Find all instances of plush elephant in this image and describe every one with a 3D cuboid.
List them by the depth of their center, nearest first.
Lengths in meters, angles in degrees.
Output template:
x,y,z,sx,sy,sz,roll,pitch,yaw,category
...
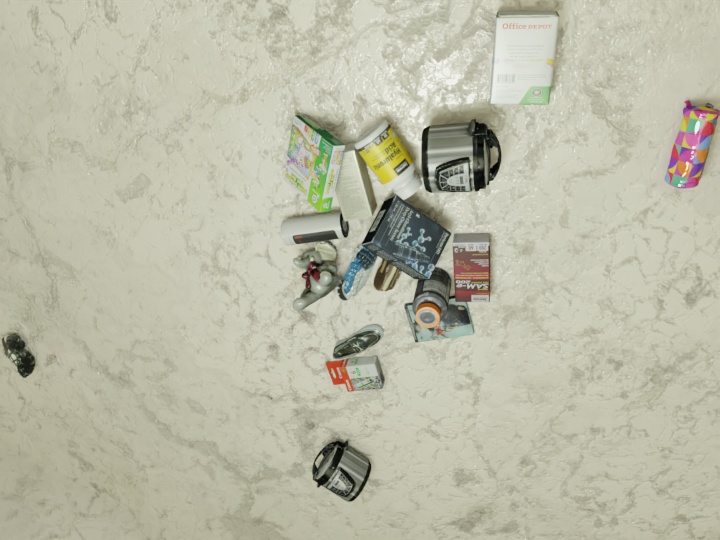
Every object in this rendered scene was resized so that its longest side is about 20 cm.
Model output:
x,y,z,sx,sy,sz,roll,pitch,yaw,category
-0.143,0.001,1.808,0.165,0.199,0.156,-44,79,29,plush elephant

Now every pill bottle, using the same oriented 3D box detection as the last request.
x,y,z,sx,sy,sz,roll,pitch,yaw,category
0.082,-0.295,1.595,0.110,0.112,0.201,-29,110,27,pill bottle
0.209,0.084,1.729,0.104,0.201,0.108,6,122,11,pill bottle

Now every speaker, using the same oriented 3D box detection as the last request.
x,y,z,sx,sy,sz,roll,pitch,yaw,category
-0.140,-0.126,1.769,0.197,0.082,0.082,-6,118,17,speaker

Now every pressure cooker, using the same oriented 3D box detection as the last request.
x,y,z,sx,sy,sz,roll,pitch,yaw,category
0.261,-0.292,1.506,0.196,0.176,0.182,-1,95,14,pressure cooker
-0.080,0.748,2.204,0.199,0.177,0.179,34,146,-6,pressure cooker

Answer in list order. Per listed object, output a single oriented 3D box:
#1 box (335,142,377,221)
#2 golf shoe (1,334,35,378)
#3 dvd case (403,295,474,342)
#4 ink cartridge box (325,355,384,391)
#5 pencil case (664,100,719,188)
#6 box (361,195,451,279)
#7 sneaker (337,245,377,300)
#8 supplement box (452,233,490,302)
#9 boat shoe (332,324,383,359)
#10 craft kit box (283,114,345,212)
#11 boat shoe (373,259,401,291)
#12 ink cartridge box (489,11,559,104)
x,y,z,sx,sy,sz,roll,pitch,yaw,category
-0.024,-0.252,1.666,0.093,0.078,0.203,-6,118,18,box
-1.388,0.340,2.373,0.093,0.078,0.203,13,122,27,golf shoe
0.251,0.155,1.865,0.197,0.022,0.148,-9,117,20,dvd case
-0.024,0.364,2.039,0.197,0.051,0.110,-9,117,18,ink cartridge box
0.804,-0.303,1.425,0.087,0.089,0.203,6,119,10,pencil case
0.129,-0.088,1.653,0.198,0.107,0.150,31,80,-14,box
0.000,0.000,1.817,0.075,0.086,0.202,36,102,19,sneaker
0.329,-0.006,1.729,0.107,0.061,0.203,0,120,14,supplement box
-0.008,0.251,1.957,0.199,0.071,0.072,-31,109,27,boat shoe
-0.134,-0.298,1.624,0.200,0.048,0.200,42,134,36,craft kit box
0.108,-0.029,1.778,0.074,0.075,0.204,8,120,-37,boat shoe
0.390,-0.511,1.406,0.143,0.088,0.203,4,122,12,ink cartridge box
